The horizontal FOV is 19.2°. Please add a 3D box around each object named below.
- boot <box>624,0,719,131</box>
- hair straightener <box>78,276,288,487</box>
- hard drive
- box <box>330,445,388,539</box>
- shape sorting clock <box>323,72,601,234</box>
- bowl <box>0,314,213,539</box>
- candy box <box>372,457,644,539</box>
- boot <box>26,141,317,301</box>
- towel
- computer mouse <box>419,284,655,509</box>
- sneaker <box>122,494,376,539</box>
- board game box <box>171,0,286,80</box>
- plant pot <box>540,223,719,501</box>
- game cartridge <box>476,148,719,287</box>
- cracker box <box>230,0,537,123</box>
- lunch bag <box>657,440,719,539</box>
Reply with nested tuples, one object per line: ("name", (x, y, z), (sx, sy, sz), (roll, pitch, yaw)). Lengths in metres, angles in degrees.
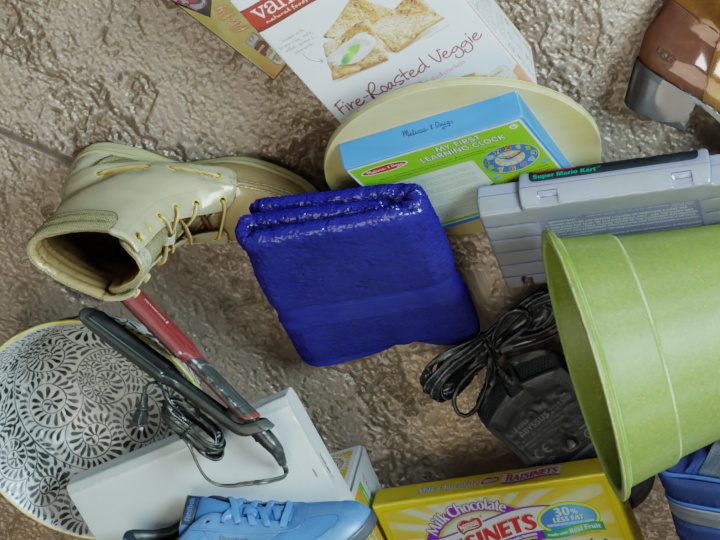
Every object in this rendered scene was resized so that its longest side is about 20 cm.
("boot", (0.304, -0.181, 1.500), (0.188, 0.068, 0.200), (22, 111, 6))
("hair straightener", (-0.136, 0.095, 1.595), (0.200, 0.041, 0.077), (42, 105, -3))
("hard drive", (-0.112, 0.183, 1.650), (0.200, 0.026, 0.132), (-23, 106, 18))
("box", (-0.074, 0.236, 1.738), (0.200, 0.101, 0.113), (-18, 112, 17))
("shape sorting clock", (0.073, -0.082, 1.532), (0.200, 0.039, 0.200), (-4, 154, -2))
("bowl", (-0.203, 0.108, 1.698), (0.201, 0.094, 0.201), (4, 116, 7))
("candy box", (0.118, 0.205, 1.680), (0.200, 0.026, 0.102), (-11, 118, 23))
("boot", (-0.136, -0.031, 1.581), (0.200, 0.155, 0.073), (12, 118, 3))
("towel", (0.000, 0.000, 1.589), (0.148, 0.050, 0.200), (-10, 148, 10))
("computer mouse", (0.155, 0.107, 1.661), (0.138, 0.053, 0.200), (-36, 108, 17))
("sneaker", (-0.088, 0.201, 1.603), (0.200, 0.066, 0.078), (-19, 104, 17))
("board game box", (-0.099, -0.250, 1.532), (0.200, 0.035, 0.135), (38, 116, -11))
("plant pot", (0.246, 0.042, 1.508), (0.190, 0.200, 0.200), (-16, 114, -1))
("game cartridge", (0.193, -0.039, 1.553), (0.200, 0.038, 0.130), (-7, 149, 11))
("cracker box", (0.018, -0.174, 1.505), (0.134, 0.058, 0.200), (-28, 128, 22))
("lunch bag", (0.323, 0.143, 1.580), (0.136, 0.200, 0.132), (7, 125, 44))
